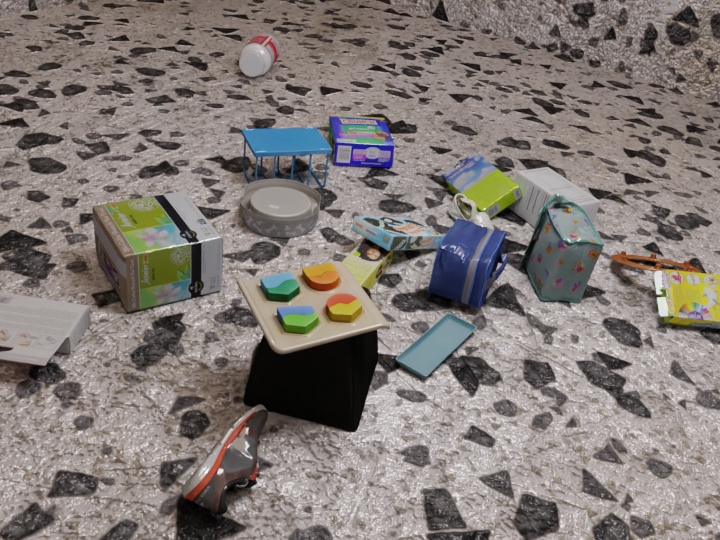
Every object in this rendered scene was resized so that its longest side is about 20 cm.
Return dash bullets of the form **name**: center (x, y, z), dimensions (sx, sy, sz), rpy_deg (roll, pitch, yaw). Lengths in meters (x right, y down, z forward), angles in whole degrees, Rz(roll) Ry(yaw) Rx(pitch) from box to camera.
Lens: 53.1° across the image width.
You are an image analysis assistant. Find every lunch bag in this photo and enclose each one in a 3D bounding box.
- **lunch bag**: center (0.437, -0.054, 1.603), dimensions (0.122, 0.171, 0.200), rpy_deg (3, 38, -11)
- **lunch bag**: center (0.240, -0.016, 1.536), dimensions (0.132, 0.136, 0.200), rpy_deg (19, 34, 15)

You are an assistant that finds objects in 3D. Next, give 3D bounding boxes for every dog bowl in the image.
- **dog bowl**: center (-0.190, -0.146, 1.703), dimensions (0.200, 0.059, 0.200), rpy_deg (5, 33, -4)

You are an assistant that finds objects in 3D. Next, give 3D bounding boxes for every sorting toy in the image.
- **sorting toy**: center (-0.076, 0.047, 1.139), dimensions (0.200, 0.037, 0.185), rpy_deg (-9, 37, -25)

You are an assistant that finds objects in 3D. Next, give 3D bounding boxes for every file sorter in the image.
- **file sorter**: center (-0.193, -0.283, 1.850), dimensions (0.200, 0.123, 0.139), rpy_deg (-6, 37, -21)

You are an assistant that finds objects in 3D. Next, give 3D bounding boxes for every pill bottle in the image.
- **pill bottle**: center (-0.357, -0.751, 2.524), dimensions (0.112, 0.112, 0.200), rpy_deg (10, 33, 3)

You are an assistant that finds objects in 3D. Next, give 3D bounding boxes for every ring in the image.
- **ring**: center (0.691, -0.020, 1.686), dimensions (0.200, 0.019, 0.200), rpy_deg (6, 13, -1)

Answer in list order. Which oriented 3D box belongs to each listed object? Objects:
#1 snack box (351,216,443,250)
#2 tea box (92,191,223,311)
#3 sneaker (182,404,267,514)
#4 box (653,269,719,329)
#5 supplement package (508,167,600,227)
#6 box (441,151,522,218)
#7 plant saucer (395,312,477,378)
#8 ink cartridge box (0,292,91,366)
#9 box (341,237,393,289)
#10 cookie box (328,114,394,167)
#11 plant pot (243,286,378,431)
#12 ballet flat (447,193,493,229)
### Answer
- **snack box**: center (0.086, -0.086, 1.640), dimensions (0.116, 0.037, 0.200), rpy_deg (31, 21, 34)
- **tea box**: center (-0.404, -0.043, 1.431), dimensions (0.197, 0.134, 0.200), rpy_deg (-16, 40, -31)
- **sneaker**: center (-0.183, 0.284, 1.070), dimensions (0.082, 0.077, 0.200), rpy_deg (40, 38, -1)
- **box**: center (0.734, 0.065, 1.566), dimensions (0.200, 0.048, 0.117), rpy_deg (7, 64, -6)
- **supplement package**: center (0.491, -0.169, 1.844), dimensions (0.114, 0.110, 0.200), rpy_deg (-11, 38, -27)
- **box**: center (0.318, -0.224, 1.900), dimensions (0.122, 0.048, 0.200), rpy_deg (-34, 44, -4)
- **plant saucer**: center (0.148, 0.144, 1.382), dimensions (0.070, 0.019, 0.200), rpy_deg (27, 37, 26)
- **ink cartridge box**: center (-0.596, 0.110, 1.239), dimensions (0.200, 0.045, 0.176), rpy_deg (9, 33, 1)
- **box**: center (0.000, 0.000, 1.535), dimensions (0.075, 0.050, 0.200), rpy_deg (19, 35, 15)
- **cookie box**: center (-0.002, -0.374, 2.073), dimensions (0.171, 0.075, 0.200), rpy_deg (1, 33, -10)
- **plant pot**: center (-0.070, 0.122, 1.222), dimensions (0.200, 0.178, 0.200), rpy_deg (13, 34, 6)
- **ballet flat**: center (0.279, -0.128, 1.776), dimensions (0.069, 0.070, 0.200), rpy_deg (-8, 37, -24)
